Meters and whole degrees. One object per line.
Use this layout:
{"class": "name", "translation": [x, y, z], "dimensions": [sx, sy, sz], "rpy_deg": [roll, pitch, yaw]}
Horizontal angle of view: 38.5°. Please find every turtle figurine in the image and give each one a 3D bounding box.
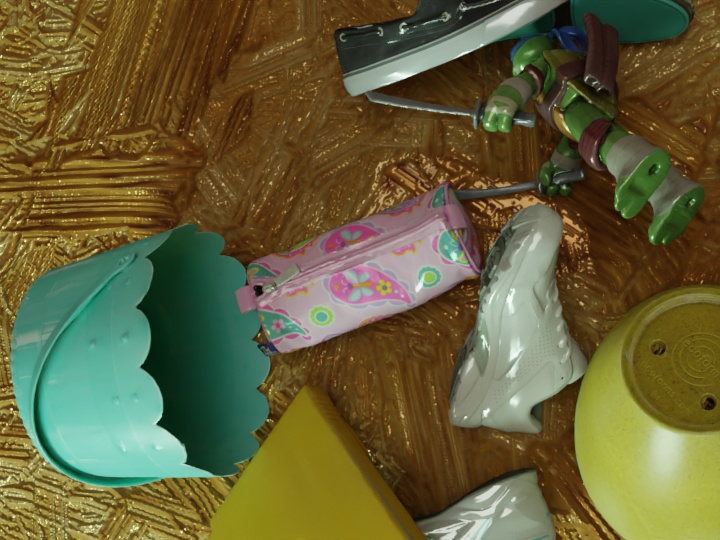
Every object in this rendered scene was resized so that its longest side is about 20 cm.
{"class": "turtle figurine", "translation": [0.143, -0.083, 0.773], "dimensions": [0.199, 0.145, 0.194], "rpy_deg": [-30, 47, -13]}

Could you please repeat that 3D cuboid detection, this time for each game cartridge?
{"class": "game cartridge", "translation": [-0.037, 0.221, 0.813], "dimensions": [0.177, 0.032, 0.200], "rpy_deg": [-55, 45, 17]}

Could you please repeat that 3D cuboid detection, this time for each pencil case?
{"class": "pencil case", "translation": [0.000, 0.000, 0.846], "dimensions": [0.198, 0.087, 0.089], "rpy_deg": [-20, 80, 14]}

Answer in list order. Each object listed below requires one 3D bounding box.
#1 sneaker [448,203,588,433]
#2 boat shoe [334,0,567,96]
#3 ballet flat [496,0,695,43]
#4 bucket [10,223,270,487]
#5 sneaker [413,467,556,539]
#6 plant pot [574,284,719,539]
{"class": "sneaker", "translation": [0.134, 0.042, 0.796], "dimensions": [0.098, 0.078, 0.202], "rpy_deg": [14, 123, 2]}
{"class": "boat shoe", "translation": [0.062, -0.199, 0.808], "dimensions": [0.198, 0.070, 0.067], "rpy_deg": [-15, 104, 36]}
{"class": "ballet flat", "translation": [0.168, -0.226, 0.836], "dimensions": [0.197, 0.074, 0.075], "rpy_deg": [3, 86, 12]}
{"class": "bucket", "translation": [-0.175, 0.074, 0.836], "dimensions": [0.133, 0.207, 0.210], "rpy_deg": [-10, 82, 20]}
{"class": "sneaker", "translation": [0.062, 0.230, 0.818], "dimensions": [0.198, 0.070, 0.081], "rpy_deg": [-26, 81, 11]}
{"class": "plant pot", "translation": [0.237, 0.090, 0.709], "dimensions": [0.197, 0.142, 0.202], "rpy_deg": [-9, 60, 16]}
